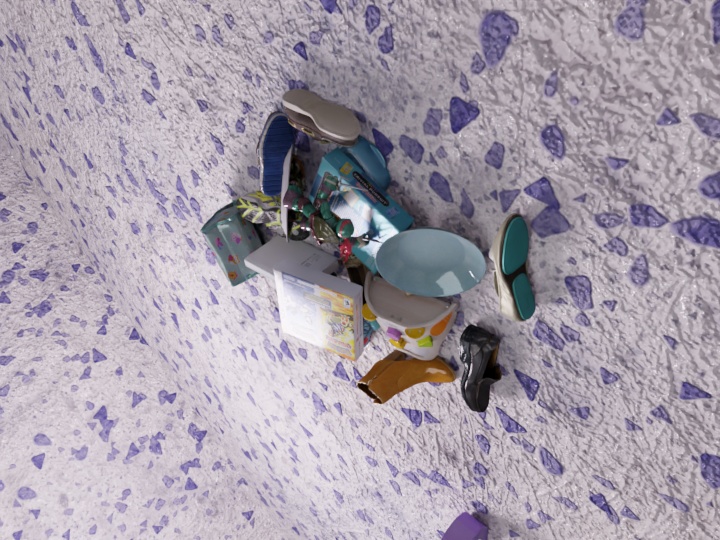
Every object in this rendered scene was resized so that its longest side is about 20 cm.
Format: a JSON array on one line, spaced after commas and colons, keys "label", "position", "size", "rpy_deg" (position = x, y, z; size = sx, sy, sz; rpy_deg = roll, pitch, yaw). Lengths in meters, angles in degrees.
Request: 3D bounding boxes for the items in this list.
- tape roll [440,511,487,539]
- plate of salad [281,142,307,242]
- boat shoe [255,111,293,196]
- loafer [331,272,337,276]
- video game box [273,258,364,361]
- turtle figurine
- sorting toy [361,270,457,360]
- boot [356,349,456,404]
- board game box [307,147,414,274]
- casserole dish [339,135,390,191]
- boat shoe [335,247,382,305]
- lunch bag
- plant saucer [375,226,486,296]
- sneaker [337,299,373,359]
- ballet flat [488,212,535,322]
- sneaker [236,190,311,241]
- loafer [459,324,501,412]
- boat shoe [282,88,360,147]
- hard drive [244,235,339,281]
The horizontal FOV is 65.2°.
[{"label": "tape roll", "position": [0.243, 0.716, 1.412], "size": [0.065, 0.199, 0.203], "rpy_deg": [25, 137, 34]}, {"label": "plate of salad", "position": [-0.135, -0.159, 1.162], "size": [0.047, 0.203, 0.202], "rpy_deg": [4, 137, -4]}, {"label": "boat shoe", "position": [-0.193, -0.258, 1.201], "size": [0.073, 0.071, 0.202], "rpy_deg": [62, 147, 36]}, {"label": "loafer", "position": [-0.063, 0.068, 1.274], "size": [0.073, 0.062, 0.201], "rpy_deg": [-62, 40, 23]}, {"label": "video game box", "position": [-0.087, 0.085, 1.191], "size": [0.197, 0.047, 0.185], "rpy_deg": [18, 135, 24]}, {"label": "turtle figurine", "position": [-0.054, -0.095, 1.016], "size": [0.198, 0.100, 0.152], "rpy_deg": [20, 137, 44]}, {"label": "sorting toy", "position": [0.093, 0.119, 1.160], "size": [0.197, 0.108, 0.181], "rpy_deg": [20, 150, 25]}, {"label": "boot", "position": [0.096, 0.245, 1.231], "size": [0.199, 0.143, 0.072], "rpy_deg": [8, 127, 46]}, {"label": "board game box", "position": [-0.007, -0.110, 1.070], "size": [0.200, 0.047, 0.152], "rpy_deg": [44, 146, 8]}, {"label": "casserole dish", "position": [-0.020, -0.176, 1.101], "size": [0.122, 0.039, 0.199], "rpy_deg": [55, 146, -2]}, {"label": "boat shoe", "position": [0.000, 0.000, 1.206], "size": [0.073, 0.062, 0.203], "rpy_deg": [-6, 115, 51]}, {"label": "lunch bag", "position": [-0.312, -0.080, 1.447], "size": [0.201, 0.120, 0.173], "rpy_deg": [-99, -14, -69]}, {"label": "plant saucer", "position": [0.125, -0.023, 1.006], "size": [0.196, 0.039, 0.203], "rpy_deg": [8, 146, 5]}, {"label": "sneaker", "position": [-0.016, 0.141, 1.315], "size": [0.079, 0.095, 0.202], "rpy_deg": [36, 141, 23]}, {"label": "ballet flat", "position": [0.240, -0.005, 0.921], "size": [0.069, 0.069, 0.203], "rpy_deg": [14, 129, 42]}, {"label": "sneaker", "position": [-0.193, -0.138, 1.312], "size": [0.197, 0.077, 0.076], "rpy_deg": [28, 137, 16]}, {"label": "loafer", "position": [0.238, 0.203, 1.094], "size": [0.071, 0.073, 0.203], "rpy_deg": [14, 131, 36]}, {"label": "boat shoe", "position": [-0.072, -0.275, 1.052], "size": [0.199, 0.071, 0.060], "rpy_deg": [35, 148, 31]}, {"label": "hard drive", "position": [-0.161, -0.019, 1.319], "size": [0.198, 0.131, 0.027], "rpy_deg": [24, 138, 36]}]
